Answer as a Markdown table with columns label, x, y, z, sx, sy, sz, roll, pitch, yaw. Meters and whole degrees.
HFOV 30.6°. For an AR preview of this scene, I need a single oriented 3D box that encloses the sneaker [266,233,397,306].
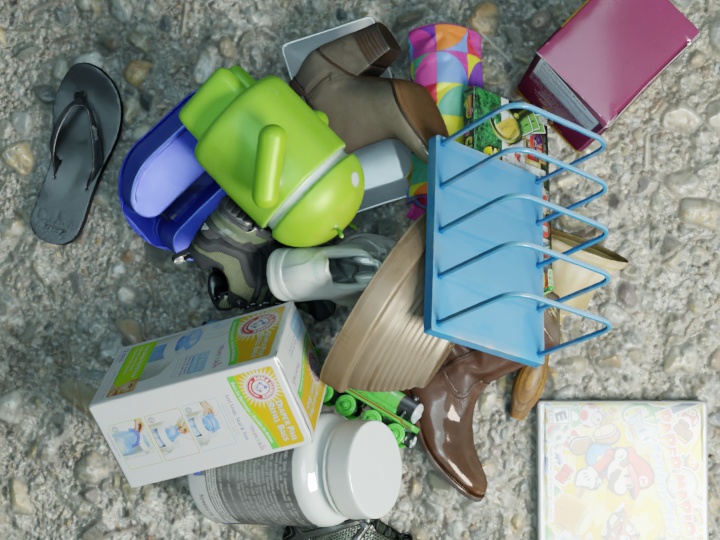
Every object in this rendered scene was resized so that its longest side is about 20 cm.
| label | x | y | z | sx | sy | sz | roll | pitch | yaw |
| --- | --- | --- | --- | --- | --- | --- | --- | --- | --- |
| sneaker | 0.000 | 0.000 | 1.337 | 0.088 | 0.200 | 0.076 | -7 | 92 | 38 |

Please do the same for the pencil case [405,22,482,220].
| label | x | y | z | sx | sy | sz | roll | pitch | yaw |
| --- | --- | --- | --- | --- | --- | --- | --- | --- | --- |
| pencil case | 0.086 | -0.156 | 1.385 | 0.088 | 0.088 | 0.201 | 3 | 80 | 2 |

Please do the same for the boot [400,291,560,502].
| label | x | y | z | sx | sy | sz | roll | pitch | yaw |
| --- | --- | --- | --- | --- | --- | --- | --- | --- | --- |
| boot | 0.143 | 0.117 | 1.361 | 0.200 | 0.064 | 0.187 | -35 | 85 | 21 |

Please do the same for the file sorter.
| label | x | y | z | sx | sy | sz | roll | pitch | yaw |
| --- | --- | --- | --- | --- | --- | --- | --- | --- | --- |
| file sorter | 0.151 | -0.035 | 1.222 | 0.138 | 0.123 | 0.201 | 18 | 62 | -32 |

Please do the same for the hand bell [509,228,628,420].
| label | x | y | z | sx | sy | sz | roll | pitch | yaw |
| --- | --- | --- | --- | --- | --- | --- | --- | --- | --- |
| hand bell | 0.200 | 0.065 | 1.396 | 0.104 | 0.104 | 0.201 | 19 | 101 | 2 |

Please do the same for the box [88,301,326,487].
| label | x | y | z | sx | sy | sz | roll | pitch | yaw |
| --- | --- | --- | --- | --- | --- | --- | --- | --- | --- |
| box | -0.145 | 0.121 | 1.294 | 0.199 | 0.113 | 0.102 | -15 | 115 | 15 |

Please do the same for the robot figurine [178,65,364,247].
| label | x | y | z | sx | sy | sz | roll | pitch | yaw |
| --- | --- | --- | --- | --- | --- | --- | --- | --- | --- |
| robot figurine | -0.079 | -0.106 | 1.277 | 0.200 | 0.175 | 0.116 | 46 | 105 | 1 |

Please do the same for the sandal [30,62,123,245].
| label | x | y | z | sx | sy | sz | roll | pitch | yaw |
| --- | --- | --- | --- | --- | --- | --- | --- | --- | --- |
| sandal | -0.306 | -0.126 | 1.424 | 0.076 | 0.043 | 0.201 | 11 | 88 | 2 |

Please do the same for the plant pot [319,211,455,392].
| label | x | y | z | sx | sy | sz | roll | pitch | yaw |
| --- | --- | --- | --- | --- | --- | --- | --- | --- | --- |
| plant pot | 0.052 | 0.049 | 1.301 | 0.092 | 0.201 | 0.201 | 32 | 89 | 8 |

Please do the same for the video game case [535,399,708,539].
| label | x | y | z | sx | sy | sz | roll | pitch | yaw |
| --- | --- | --- | --- | --- | --- | --- | --- | --- | --- |
| video game case | 0.279 | 0.239 | 1.405 | 0.181 | 0.023 | 0.201 | 0 | 87 | 1 |

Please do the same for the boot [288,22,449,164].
| label | x | y | z | sx | sy | sz | roll | pitch | yaw |
| --- | --- | --- | --- | --- | --- | --- | --- | --- | --- |
| boot | -0.001 | -0.152 | 1.355 | 0.146 | 0.070 | 0.201 | -38 | 60 | 27 |

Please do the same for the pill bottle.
| label | x | y | z | sx | sy | sz | roll | pitch | yaw |
| --- | --- | --- | --- | --- | --- | --- | --- | --- | --- |
| pill bottle | -0.066 | 0.200 | 1.329 | 0.199 | 0.114 | 0.114 | -5 | 87 | 34 |

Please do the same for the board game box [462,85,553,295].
| label | x | y | z | sx | sy | sz | roll | pitch | yaw |
| --- | --- | --- | --- | --- | --- | --- | --- | --- | --- |
| board game box | 0.149 | -0.081 | 1.333 | 0.104 | 0.023 | 0.201 | 15 | 64 | -30 |

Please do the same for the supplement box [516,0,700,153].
| label | x | y | z | sx | sy | sz | roll | pitch | yaw |
| --- | --- | --- | --- | --- | --- | --- | --- | --- | --- |
| supplement box | 0.244 | -0.209 | 1.336 | 0.131 | 0.200 | 0.103 | -44 | 88 | -2 |

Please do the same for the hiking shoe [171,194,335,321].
| label | x | y | z | sx | sy | sz | roll | pitch | yaw |
| --- | --- | --- | --- | --- | --- | --- | --- | --- | --- |
| hiking shoe | -0.108 | 0.005 | 1.366 | 0.101 | 0.076 | 0.200 | -40 | 132 | 9 |

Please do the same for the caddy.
| label | x | y | z | sx | sy | sz | roll | pitch | yaw |
| --- | --- | --- | --- | --- | --- | --- | --- | --- | --- |
| caddy | -0.162 | -0.104 | 1.392 | 0.200 | 0.105 | 0.141 | -42 | 110 | -1 |

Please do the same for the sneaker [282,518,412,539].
| label | x | y | z | sx | sy | sz | roll | pitch | yaw |
| --- | --- | --- | --- | --- | --- | --- | --- | --- | --- |
| sneaker | 0.017 | 0.278 | 1.383 | 0.198 | 0.076 | 0.115 | 8 | 94 | 7 |

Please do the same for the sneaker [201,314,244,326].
| label | x | y | z | sx | sy | sz | roll | pitch | yaw |
| --- | --- | --- | --- | --- | --- | --- | --- | --- | --- |
| sneaker | -0.168 | 0.101 | 1.402 | 0.199 | 0.090 | 0.079 | -21 | 116 | 16 |

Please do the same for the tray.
| label | x | y | z | sx | sy | sz | roll | pitch | yaw |
| --- | --- | --- | --- | --- | --- | --- | --- | --- | --- |
| tray | -0.007 | -0.165 | 1.429 | 0.107 | 0.022 | 0.201 | -17 | 87 | 0 |

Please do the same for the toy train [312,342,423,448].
| label | x | y | z | sx | sy | sz | roll | pitch | yaw |
| --- | --- | --- | --- | --- | --- | --- | --- | --- | --- |
| toy train | -0.019 | 0.120 | 1.387 | 0.199 | 0.042 | 0.057 | 28 | 84 | 19 |
